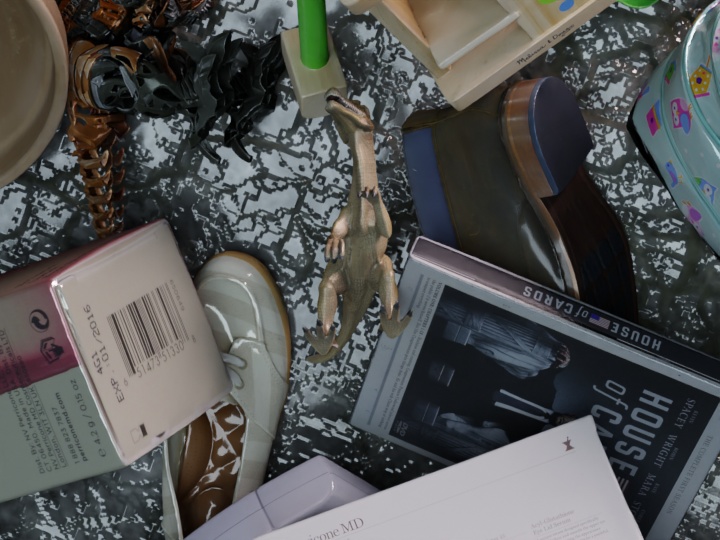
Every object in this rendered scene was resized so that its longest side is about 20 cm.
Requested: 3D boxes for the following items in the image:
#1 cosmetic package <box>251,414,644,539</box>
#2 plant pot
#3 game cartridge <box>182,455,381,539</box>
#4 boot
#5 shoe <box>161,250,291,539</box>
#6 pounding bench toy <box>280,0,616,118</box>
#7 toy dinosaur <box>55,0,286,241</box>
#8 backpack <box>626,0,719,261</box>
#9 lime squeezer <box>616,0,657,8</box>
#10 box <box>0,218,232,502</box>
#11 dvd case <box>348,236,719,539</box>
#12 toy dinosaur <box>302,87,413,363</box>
[{"bbox_3d":[0.058,0.182,1.193,0.199,0.052,0.152,-19,75,-10],"label":"cosmetic package"},{"bbox_3d":[-0.261,-0.135,1.250,0.199,0.093,0.202,-2,131,-2],"label":"plant pot"},{"bbox_3d":[-0.065,0.192,1.299,0.200,0.133,0.042,-40,54,13],"label":"game cartridge"},{"bbox_3d":[0.093,-0.014,1.274,0.096,0.075,0.201,-3,115,34],"label":"boot"},{"bbox_3d":[-0.080,0.090,1.311,0.069,0.053,0.202,7,103,6],"label":"shoe"},{"bbox_3d":[0.014,-0.170,1.171,0.199,0.156,0.125,-35,60,13],"label":"pounding bench toy"},{"bbox_3d":[-0.119,-0.117,1.270,0.135,0.102,0.201,16,123,19],"label":"toy dinosaur"},{"bbox_3d":[0.242,-0.057,1.179,0.200,0.167,0.127,50,143,5],"label":"backpack"},{"bbox_3d":[0.171,-0.164,1.213,0.199,0.071,0.038,-16,99,18],"label":"lime squeezer"},{"bbox_3d":[-0.195,0.061,1.254,0.199,0.128,0.110,-17,99,29],"label":"box"},{"bbox_3d":[0.103,0.073,1.260,0.199,0.025,0.151,23,136,4],"label":"dvd case"},{"bbox_3d":[0.000,0.000,1.232,0.058,0.101,0.201,5,127,-1],"label":"toy dinosaur"}]
